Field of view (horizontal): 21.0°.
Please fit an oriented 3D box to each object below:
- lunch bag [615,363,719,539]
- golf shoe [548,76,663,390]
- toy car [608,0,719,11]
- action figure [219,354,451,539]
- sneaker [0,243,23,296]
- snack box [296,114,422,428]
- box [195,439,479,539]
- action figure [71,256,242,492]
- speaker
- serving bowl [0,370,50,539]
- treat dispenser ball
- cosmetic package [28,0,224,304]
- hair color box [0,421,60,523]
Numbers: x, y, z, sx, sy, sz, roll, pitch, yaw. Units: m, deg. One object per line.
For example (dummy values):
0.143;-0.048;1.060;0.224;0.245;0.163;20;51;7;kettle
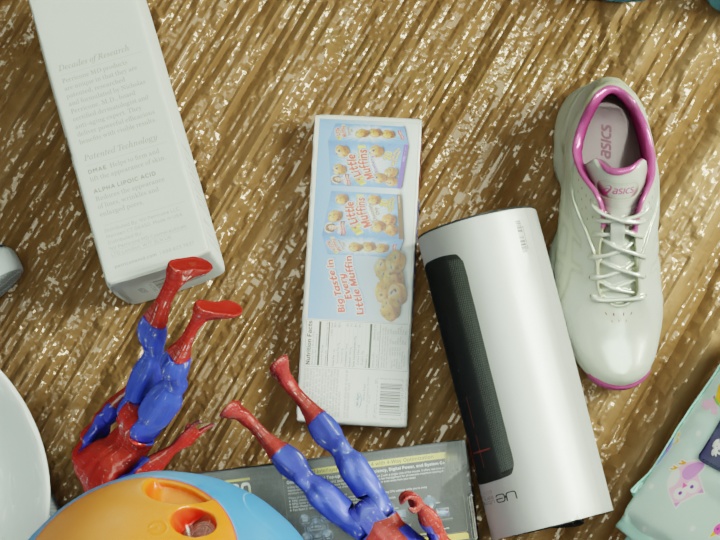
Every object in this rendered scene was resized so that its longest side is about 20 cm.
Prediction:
0.279;0.143;1.186;0.200;0.122;0.171;32;88;14;lunch bag
0.155;-0.025;1.226;0.075;0.092;0.201;-5;84;0;golf shoe
0.219;-0.273;1.199;0.176;0.200;0.185;8;84;4;toy car
-0.002;0.142;1.164;0.065;0.099;0.200;-42;84;-3;action figure
-0.316;0.023;1.249;0.199;0.073;0.071;-27;83;-2;sneaker
0.000;0.000;1.262;0.072;0.024;0.201;3;83;4;snack box
-0.021;0.198;1.227;0.199;0.049;0.162;-8;85;2;box
-0.132;0.087;1.209;0.065;0.052;0.200;49;122;32;action figure
0.098;0.066;1.223;0.081;0.081;0.201;-14;83;1;speaker
-0.286;0.128;1.145;0.200;0.066;0.201;18;58;-32;serving bowl
-0.110;0.215;1.106;0.200;0.201;0.202;0;83;2;treat dispenser ball
-0.150;-0.088;1.242;0.074;0.102;0.201;-18;81;-2;cosmetic package
-0.253;0.144;1.238;0.099;0.061;0.201;-27;83;-2;hair color box
